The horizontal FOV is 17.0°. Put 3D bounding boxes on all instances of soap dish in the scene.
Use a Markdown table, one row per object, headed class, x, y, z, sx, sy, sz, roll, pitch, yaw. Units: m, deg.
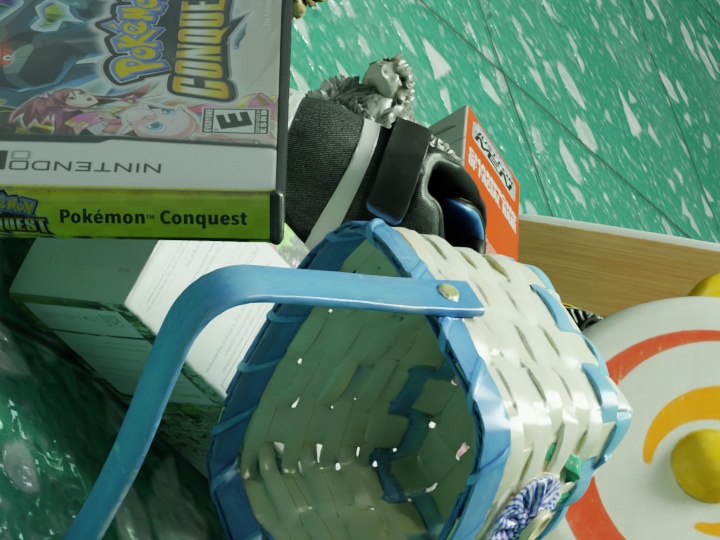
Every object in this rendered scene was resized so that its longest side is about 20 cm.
| class | x | y | z | sx | sy | sz | roll | pitch | yaw |
| --- | --- | --- | --- | --- | --- | --- | --- | --- | --- |
| soap dish | 0.147 | 0.056 | 1.362 | 0.081 | 0.200 | 0.158 | -40 | 126 | -37 |

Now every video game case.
| class | x | y | z | sx | sy | sz | roll | pitch | yaw |
| --- | --- | --- | --- | --- | --- | --- | --- | --- | --- |
| video game case | -0.117 | -0.078 | 0.936 | 0.200 | 0.180 | 0.026 | -91 | -178 | -54 |

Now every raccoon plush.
| class | x | y | z | sx | sy | sz | roll | pitch | yaw |
| --- | --- | --- | --- | --- | --- | --- | --- | --- | --- |
| raccoon plush | -0.014 | -0.079 | 1.235 | 0.097 | 0.134 | 0.200 | 50 | 23 | -27 |

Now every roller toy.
| class | x | y | z | sx | sy | sz | roll | pitch | yaw |
| --- | --- | --- | --- | --- | --- | --- | --- | --- | --- |
| roller toy | 0.155 | 0.111 | 1.097 | 0.183 | 0.200 | 0.140 | 56 | -15 | 23 |

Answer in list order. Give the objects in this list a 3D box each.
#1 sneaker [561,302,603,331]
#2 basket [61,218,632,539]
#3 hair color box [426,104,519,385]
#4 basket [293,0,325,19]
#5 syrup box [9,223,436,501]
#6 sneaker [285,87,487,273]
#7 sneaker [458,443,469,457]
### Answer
| class | x | y | z | sx | sy | sz | roll | pitch | yaw |
| --- | --- | --- | --- | --- | --- | --- | --- | --- | --- |
| sneaker | 0.152 | 0.083 | 1.268 | 0.200 | 0.070 | 0.090 | 41 | 1 | -15 |
| basket | -0.008 | 0.066 | 0.909 | 0.199 | 0.177 | 0.139 | 1 | 44 | -33 |
| hair color box | 0.022 | 0.004 | 1.255 | 0.064 | 0.111 | 0.200 | 54 | 22 | -24 |
| basket | -0.066 | -0.243 | 1.310 | 0.149 | 0.142 | 0.200 | 48 | 27 | -33 |
| syrup box | -0.049 | 0.038 | 1.036 | 0.200 | 0.079 | 0.082 | 46 | 62 | -37 |
| sneaker | 0.000 | 0.000 | 1.099 | 0.200 | 0.112 | 0.073 | 96 | 13 | -62 |
| sneaker | 0.060 | 0.082 | 1.289 | 0.070 | 0.082 | 0.200 | 52 | 21 | -25 |
